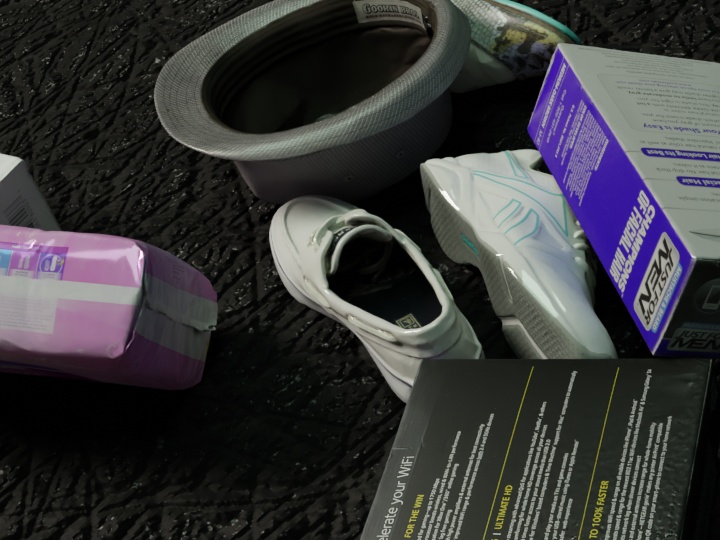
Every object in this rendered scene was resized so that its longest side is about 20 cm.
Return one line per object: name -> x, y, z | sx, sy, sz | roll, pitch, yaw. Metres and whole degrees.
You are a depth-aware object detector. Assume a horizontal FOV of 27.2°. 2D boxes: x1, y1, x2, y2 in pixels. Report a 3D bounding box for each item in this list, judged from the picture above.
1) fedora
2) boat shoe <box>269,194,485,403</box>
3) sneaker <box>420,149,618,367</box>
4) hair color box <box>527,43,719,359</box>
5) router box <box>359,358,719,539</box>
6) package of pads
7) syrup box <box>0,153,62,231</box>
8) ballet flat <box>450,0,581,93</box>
fedora -> -0.021, -0.102, 0.939 | 0.199, 0.090, 0.177 | -27, 40, -8
boat shoe -> 0.000, 0.000, 0.833 | 0.072, 0.066, 0.200 | -28, 40, -9
sneaker -> 0.099, -0.012, 0.804 | 0.080, 0.071, 0.200 | -18, 40, -8
hair color box -> 0.172, -0.039, 0.773 | 0.109, 0.065, 0.200 | 4, 35, -18
router box -> 0.077, 0.126, 0.668 | 0.149, 0.051, 0.200 | -1, 43, 24
package of pads -> -0.191, 0.019, 0.829 | 0.199, 0.121, 0.076 | 5, 77, 15
syrup box -> -0.301, -0.038, 0.993 | 0.199, 0.079, 0.081 | 14, 51, 35
ballet flat -> 0.064, -0.156, 0.997 | 0.072, 0.072, 0.200 | -36, 42, -18
